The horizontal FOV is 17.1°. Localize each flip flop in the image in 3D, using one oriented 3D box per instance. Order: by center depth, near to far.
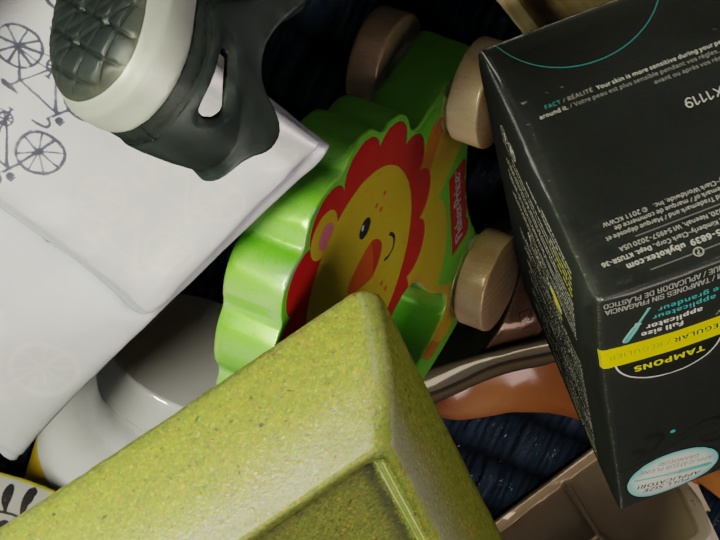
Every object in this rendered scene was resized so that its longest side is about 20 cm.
[{"bbox_3d":[0.068,0.006,1.152,0.199,0.081,0.058,-20,127,-14],"label":"flip flop"}]

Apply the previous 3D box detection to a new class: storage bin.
[{"bbox_3d":[0.135,0.216,1.401,0.198,0.094,0.200,-36,143,-2],"label":"storage bin"}]

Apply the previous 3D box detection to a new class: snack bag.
[{"bbox_3d":[-0.144,-0.035,0.879,0.188,0.021,0.200,37,116,-22],"label":"snack bag"}]

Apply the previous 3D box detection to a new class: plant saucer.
[{"bbox_3d":[-0.035,0.134,0.958,0.199,0.048,0.200,-34,134,-7],"label":"plant saucer"}]

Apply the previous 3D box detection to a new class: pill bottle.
[{"bbox_3d":[-0.100,0.112,1.085,0.112,0.112,0.201,-6,133,-35],"label":"pill bottle"}]

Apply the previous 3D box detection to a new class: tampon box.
[{"bbox_3d":[0.148,-0.015,1.001,0.149,0.127,0.200,-21,150,-1],"label":"tampon box"}]

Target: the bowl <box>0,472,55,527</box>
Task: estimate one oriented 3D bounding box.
[{"bbox_3d":[-0.171,0.192,1.031,0.200,0.094,0.202,7,123,11],"label":"bowl"}]

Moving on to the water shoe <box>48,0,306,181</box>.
[{"bbox_3d":[-0.055,-0.117,0.829,0.071,0.201,0.079,-22,134,39],"label":"water shoe"}]

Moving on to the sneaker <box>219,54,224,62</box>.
[{"bbox_3d":[-0.105,-0.085,0.916,0.084,0.075,0.200,-8,130,19],"label":"sneaker"}]

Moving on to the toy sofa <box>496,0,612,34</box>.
[{"bbox_3d":[0.078,-0.151,0.955,0.083,0.098,0.200,-24,161,12],"label":"toy sofa"}]

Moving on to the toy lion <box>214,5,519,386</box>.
[{"bbox_3d":[0.000,0.000,1.010,0.192,0.068,0.200,-57,156,-32],"label":"toy lion"}]

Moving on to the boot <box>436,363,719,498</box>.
[{"bbox_3d":[0.140,0.066,1.197,0.199,0.155,0.074,-19,140,-23],"label":"boot"}]
